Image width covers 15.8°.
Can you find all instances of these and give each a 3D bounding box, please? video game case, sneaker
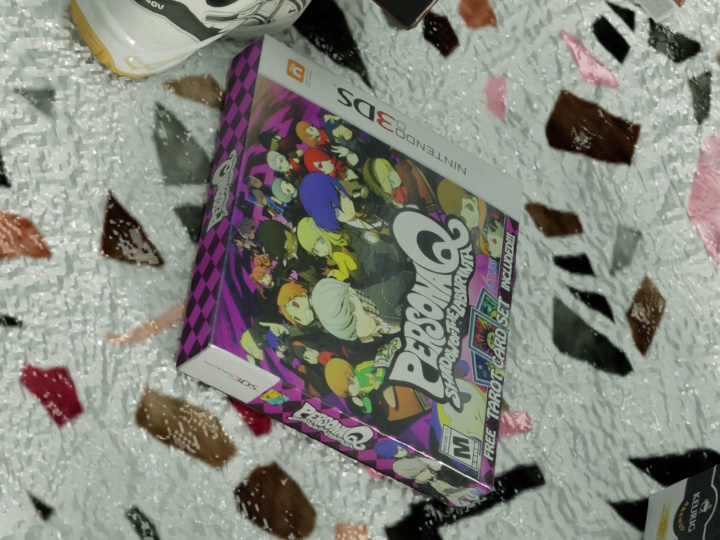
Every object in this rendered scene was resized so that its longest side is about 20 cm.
[{"bbox_3d":[0.000,0.000,1.343,0.181,0.036,0.200,29,50,-26],"label":"video game case"},{"bbox_3d":[-0.058,-0.161,1.345,0.076,0.088,0.200,53,42,-2],"label":"sneaker"}]

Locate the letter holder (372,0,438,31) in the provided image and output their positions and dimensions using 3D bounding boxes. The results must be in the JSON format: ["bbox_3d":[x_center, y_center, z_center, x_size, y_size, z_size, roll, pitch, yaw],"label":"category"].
[{"bbox_3d":[-0.010,-0.236,1.346,0.200,0.101,0.142,41,16,-3],"label":"letter holder"}]

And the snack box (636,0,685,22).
[{"bbox_3d":[0.208,-0.240,1.678,0.072,0.024,0.200,46,45,-11],"label":"snack box"}]

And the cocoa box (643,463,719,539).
[{"bbox_3d":[0.229,0.207,1.363,0.133,0.131,0.200,33,48,-24],"label":"cocoa box"}]
